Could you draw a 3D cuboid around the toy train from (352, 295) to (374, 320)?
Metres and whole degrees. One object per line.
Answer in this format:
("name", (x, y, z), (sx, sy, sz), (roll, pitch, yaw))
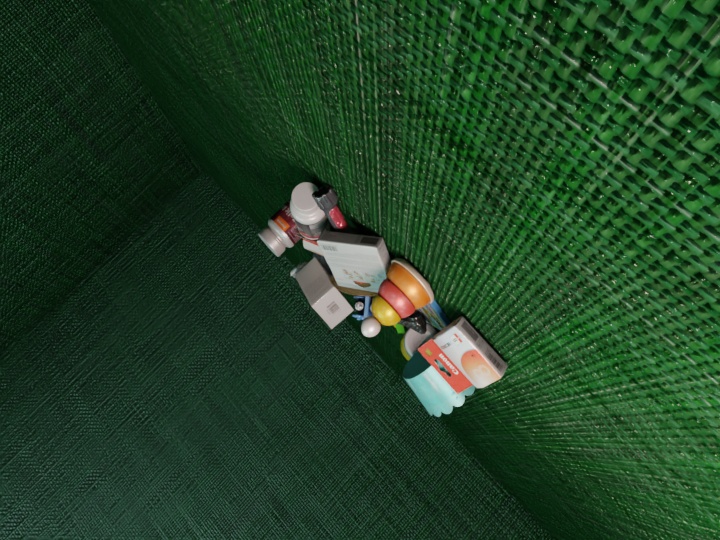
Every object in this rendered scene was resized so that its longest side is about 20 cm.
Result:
("toy train", (0.041, 0.123, 1.758), (0.111, 0.090, 0.200), (2, 174, 14))

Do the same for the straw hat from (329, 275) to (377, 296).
("straw hat", (0.000, 0.000, 1.631), (0.200, 0.196, 0.088), (33, 123, 52))

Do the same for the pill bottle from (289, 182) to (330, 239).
("pill bottle", (-0.144, -0.172, 1.521), (0.111, 0.111, 0.201), (44, 170, 13))

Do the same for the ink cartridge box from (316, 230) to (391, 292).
("ink cartridge box", (-0.004, -0.020, 1.433), (0.196, 0.044, 0.176), (9, 140, 33))

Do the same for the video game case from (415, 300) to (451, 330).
("video game case", (0.183, 0.107, 1.480), (0.144, 0.018, 0.199), (53, 169, -23))

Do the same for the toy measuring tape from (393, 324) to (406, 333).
("toy measuring tape", (0.115, 0.119, 1.711), (0.073, 0.073, 0.203), (33, 151, 51))

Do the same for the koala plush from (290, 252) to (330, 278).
("koala plush", (-0.143, -0.013, 1.875), (0.178, 0.200, 0.183), (51, 169, -25))

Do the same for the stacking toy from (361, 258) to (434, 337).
("stacking toy", (0.074, 0.084, 1.322), (0.146, 0.200, 0.146), (43, 169, 10))

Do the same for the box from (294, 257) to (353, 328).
("box", (-0.121, 0.071, 1.729), (0.125, 0.097, 0.201), (52, 180, -36))

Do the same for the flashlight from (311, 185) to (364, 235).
("flashlight", (-0.051, -0.135, 1.428), (0.068, 0.067, 0.202), (40, 163, 55))

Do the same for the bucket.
("bucket", (0.225, 0.288, 1.490), (0.135, 0.207, 0.207), (48, 170, -8))

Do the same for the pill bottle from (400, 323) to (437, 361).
("pill bottle", (0.184, 0.235, 1.687), (0.112, 0.112, 0.200), (44, 169, 8))

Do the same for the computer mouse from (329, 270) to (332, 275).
("computer mouse", (-0.006, 0.052, 1.781), (0.195, 0.047, 0.141), (15, 169, 16))

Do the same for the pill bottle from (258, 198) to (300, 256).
("pill bottle", (-0.222, -0.149, 1.686), (0.114, 0.200, 0.114), (43, 170, 10))

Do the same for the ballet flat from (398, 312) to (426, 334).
("ballet flat", (0.130, 0.151, 1.585), (0.199, 0.065, 0.058), (9, 119, 66))

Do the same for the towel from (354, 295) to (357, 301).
("towel", (0.007, 0.098, 1.976), (0.145, 0.022, 0.202), (55, -169, -35))

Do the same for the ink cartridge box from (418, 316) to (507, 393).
("ink cartridge box", (0.235, 0.222, 1.299), (0.162, 0.050, 0.200), (47, 135, 3))

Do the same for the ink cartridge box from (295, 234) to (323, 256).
("ink cartridge box", (-0.112, -0.061, 1.686), (0.159, 0.051, 0.200), (23, -172, 13))
